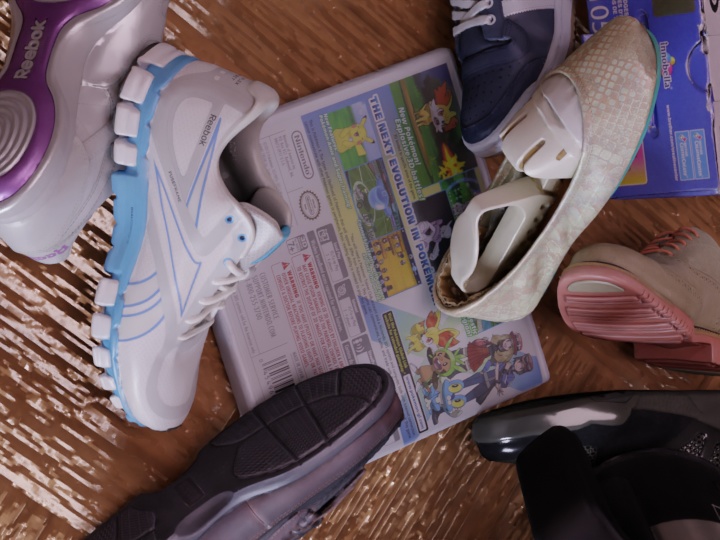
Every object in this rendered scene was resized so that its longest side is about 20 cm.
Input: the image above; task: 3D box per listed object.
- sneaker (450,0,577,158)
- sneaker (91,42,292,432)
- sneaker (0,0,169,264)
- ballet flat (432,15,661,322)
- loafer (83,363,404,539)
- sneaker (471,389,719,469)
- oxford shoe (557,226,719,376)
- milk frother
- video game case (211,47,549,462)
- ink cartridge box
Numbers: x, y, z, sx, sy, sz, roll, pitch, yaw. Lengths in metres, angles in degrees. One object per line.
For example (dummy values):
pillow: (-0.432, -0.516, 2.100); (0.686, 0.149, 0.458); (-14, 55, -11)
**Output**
sneaker: (0.066, -0.167, 1.136); (0.108, 0.070, 0.200); (30, 67, -28)
sneaker: (-0.079, -0.007, 1.037); (0.075, 0.087, 0.200); (-38, 137, -61)
sneaker: (-0.141, -0.096, 1.051); (0.200, 0.075, 0.100); (-66, 153, -23)
ballet flat: (0.093, -0.045, 1.086); (0.062, 0.067, 0.200); (-4, 134, -32)
loafer: (-0.059, 0.124, 1.082); (0.200, 0.072, 0.063); (-34, 122, -3)
sneaker: (0.155, 0.123, 1.193); (0.199, 0.076, 0.114); (4, 83, -32)
oxford shoe: (0.164, 0.007, 1.172); (0.200, 0.071, 0.074); (29, 68, -61)
milk frother: (0.121, 0.203, 1.084); (0.180, 0.188, 0.200); (28, 105, -14)
video game case: (0.000, 0.000, 1.142); (0.182, 0.022, 0.200); (-22, 101, -25)
ink cartridge box: (0.193, -0.113, 1.163); (0.200, 0.076, 0.137); (-12, 97, -54)
